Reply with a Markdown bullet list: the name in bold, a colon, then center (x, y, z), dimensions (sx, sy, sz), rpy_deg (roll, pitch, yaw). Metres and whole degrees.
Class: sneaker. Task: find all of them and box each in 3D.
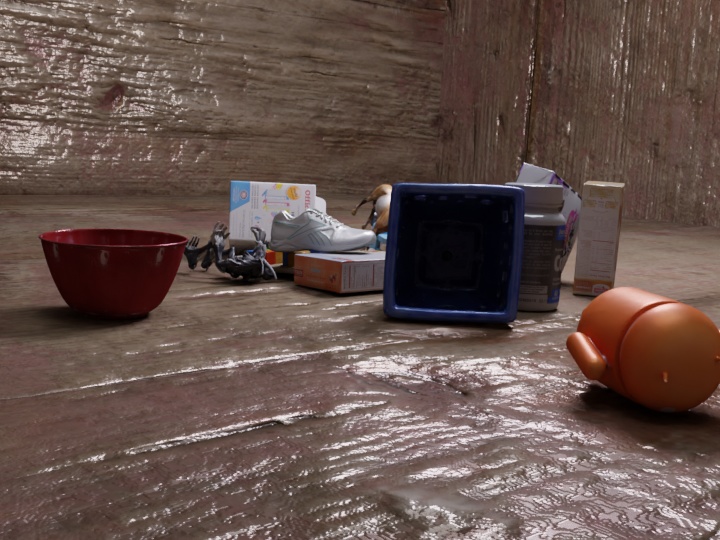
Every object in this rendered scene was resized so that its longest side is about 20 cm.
- **sneaker**: center (-0.070, -0.071, 1.658), dimensions (0.199, 0.081, 0.070), rpy_deg (1, 2, 14)

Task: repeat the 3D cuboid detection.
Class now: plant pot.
- **plant pot**: center (0.138, -0.027, 1.422), dimensions (0.199, 0.201, 0.180), rpy_deg (3, 1, 3)

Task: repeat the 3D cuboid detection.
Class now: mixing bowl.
- **mixing bowl**: center (-0.341, 0.006, 1.286), dimensions (0.199, 0.109, 0.200), rpy_deg (3, 7, 0)

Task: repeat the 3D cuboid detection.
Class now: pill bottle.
- **pill bottle**: center (0.276, -0.041, 1.520), dimensions (0.113, 0.201, 0.114), rpy_deg (3, 9, 0)

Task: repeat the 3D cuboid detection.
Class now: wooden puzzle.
- **wooden puzzle**: center (-0.125, -0.022, 1.773), dimensions (0.199, 0.047, 0.185), rpy_deg (9, 10, 33)

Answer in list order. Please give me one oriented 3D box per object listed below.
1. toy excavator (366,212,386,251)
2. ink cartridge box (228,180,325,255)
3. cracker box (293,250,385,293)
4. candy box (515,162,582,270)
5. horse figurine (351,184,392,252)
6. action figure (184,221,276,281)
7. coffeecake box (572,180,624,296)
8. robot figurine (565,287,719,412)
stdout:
- **toy excavator**: center (0.071, -0.049, 1.914), dimensions (0.194, 0.100, 0.200), rpy_deg (-1, 19, -27)
- **ink cartridge box**: center (-0.169, -0.104, 1.915), dimensions (0.199, 0.129, 0.125), rpy_deg (1, -13, -6)
- **cracker box**: center (0.000, 0.000, 1.631), dimensions (0.199, 0.058, 0.134), rpy_deg (-3, 8, -40)
- **candy box**: center (0.345, -0.087, 1.767), dimensions (0.071, 0.168, 0.200), rpy_deg (23, -1, 36)
- **horse figurine**: center (0.041, -0.109, 1.790), dimensions (0.050, 0.132, 0.200), rpy_deg (33, 31, -27)
- **action figure**: center (-0.223, -0.035, 1.642), dimensions (0.199, 0.103, 0.119), rpy_deg (8, -2, 40)
- **coffeecake box**: center (0.444, -0.062, 1.729), dimensions (0.073, 0.201, 0.153), rpy_deg (6, 9, 16)
- **robot figurine**: center (0.303, 0.083, 0.984), dimensions (0.143, 0.117, 0.200), rpy_deg (30, 1, -15)
